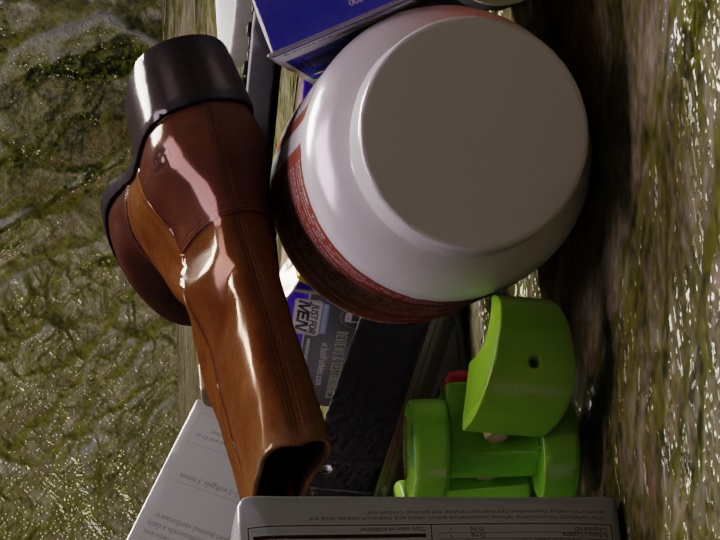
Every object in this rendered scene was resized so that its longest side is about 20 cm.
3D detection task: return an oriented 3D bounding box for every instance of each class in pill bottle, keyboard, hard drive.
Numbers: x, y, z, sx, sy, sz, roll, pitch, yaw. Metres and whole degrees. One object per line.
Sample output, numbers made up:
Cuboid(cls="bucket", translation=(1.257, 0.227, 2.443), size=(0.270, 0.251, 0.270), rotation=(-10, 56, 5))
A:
Cuboid(cls="pill bottle", translation=(0.028, -0.040, 1.105), size=(0.200, 0.111, 0.113), rotation=(149, 120, -81))
Cuboid(cls="keyboard", translation=(-0.068, -0.049, 1.512), size=(0.104, 0.039, 0.201), rotation=(-80, -5, -79))
Cuboid(cls="hard drive", translation=(0.012, 0.101, 1.250), size=(0.200, 0.038, 0.140), rotation=(-69, -21, -51))

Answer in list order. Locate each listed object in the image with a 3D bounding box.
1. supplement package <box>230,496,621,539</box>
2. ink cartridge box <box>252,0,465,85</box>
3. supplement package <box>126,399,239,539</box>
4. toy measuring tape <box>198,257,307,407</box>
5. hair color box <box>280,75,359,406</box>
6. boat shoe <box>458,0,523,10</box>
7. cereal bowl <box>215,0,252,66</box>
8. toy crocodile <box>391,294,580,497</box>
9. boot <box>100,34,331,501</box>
Cuboid(cls="supplement package", translation=(0.021, 0.217, 1.048), size=(0.192, 0.146, 0.201), rotation=(100, 168, -54))
Cuboid(cls="ink cartridge box", translation=(0.009, -0.111, 1.154), size=(0.200, 0.094, 0.037), rotation=(-40, -73, -86))
Cuboid(cls="supplement package", translation=(-0.060, 0.188, 1.390), size=(0.201, 0.116, 0.117), rotation=(-63, -23, -20))
Cuboid(cls="toy measuring tape", translation=(0.000, 0.000, 1.345), size=(0.200, 0.073, 0.074), rotation=(-52, 27, 27))
Cuboid(cls="hair color box", translation=(-0.008, -0.041, 1.481), size=(0.110, 0.064, 0.201), rotation=(100, 173, -56))
Cuboid(cls="boat shoe", translation=(0.050, -0.188, 1.056), size=(0.063, 0.071, 0.201), rotation=(152, 124, -65))
Cuboid(cls="cereal bowl", translation=(-0.044, -0.224, 1.742), size=(0.200, 0.083, 0.202), rotation=(179, 90, -82))
Cuboid(cls="toy crocodile", translation=(0.048, 0.077, 1.124), size=(0.200, 0.067, 0.062), rotation=(97, 171, -62))
Cuboid(cls="boot", translation=(-0.048, 0.034, 1.166), size=(0.189, 0.068, 0.201), rotation=(110, 147, -56))
